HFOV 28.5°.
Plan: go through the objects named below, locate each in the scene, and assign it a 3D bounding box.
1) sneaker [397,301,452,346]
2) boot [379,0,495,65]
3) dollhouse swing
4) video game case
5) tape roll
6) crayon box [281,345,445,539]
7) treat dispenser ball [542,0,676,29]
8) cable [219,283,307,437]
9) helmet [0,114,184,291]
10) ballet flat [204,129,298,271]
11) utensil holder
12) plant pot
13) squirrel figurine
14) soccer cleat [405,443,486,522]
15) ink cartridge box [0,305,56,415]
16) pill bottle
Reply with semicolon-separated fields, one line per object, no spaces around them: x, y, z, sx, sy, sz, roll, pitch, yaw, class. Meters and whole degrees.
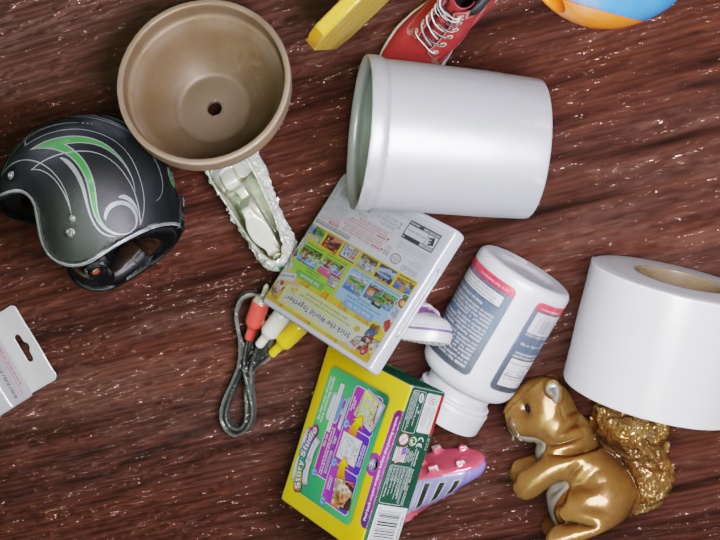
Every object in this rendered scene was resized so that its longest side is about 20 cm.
0.038;0.015;1.624;0.200;0.072;0.115;22;99;47;sneaker
0.081;-0.269;1.574;0.072;0.144;0.200;43;105;-2;boot
-0.008;-0.362;1.544;0.175;0.200;0.183;-27;95;13;dollhouse swing
0.000;0.000;1.613;0.199;0.023;0.183;30;86;42;video game case
0.336;0.075;1.561;0.201;0.203;0.140;14;102;7;tape roll
0.000;0.207;1.649;0.058;0.172;0.201;15;95;-36;crayon box
0.265;-0.358;1.497;0.199;0.201;0.203;2;100;9;treat dispenser ball
-0.137;0.107;1.723;0.097;0.050;0.201;30;102;4;cable
-0.318;-0.088;1.651;0.199;0.200;0.191;-35;77;13;helmet
-0.134;-0.088;1.682;0.071;0.072;0.201;-30;93;13;ballet flat
0.095;-0.143;1.562;0.198;0.170;0.171;4;101;-10;utensil holder
-0.174;-0.203;1.638;0.199;0.093;0.203;-1;75;4;plant pot
0.263;0.202;1.642;0.199;0.141;0.188;-21;84;11;squirrel figurine
0.064;0.268;1.714;0.199;0.067;0.077;-18;106;14;soccer cleat
-0.498;0.142;1.781;0.199;0.068;0.116;-30;94;13;ink cartridge box
0.143;0.084;1.637;0.119;0.120;0.201;30;103;3;pill bottle
